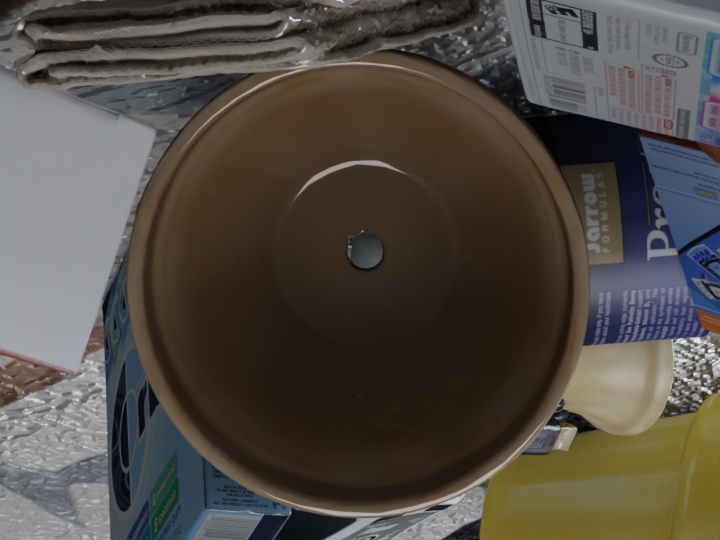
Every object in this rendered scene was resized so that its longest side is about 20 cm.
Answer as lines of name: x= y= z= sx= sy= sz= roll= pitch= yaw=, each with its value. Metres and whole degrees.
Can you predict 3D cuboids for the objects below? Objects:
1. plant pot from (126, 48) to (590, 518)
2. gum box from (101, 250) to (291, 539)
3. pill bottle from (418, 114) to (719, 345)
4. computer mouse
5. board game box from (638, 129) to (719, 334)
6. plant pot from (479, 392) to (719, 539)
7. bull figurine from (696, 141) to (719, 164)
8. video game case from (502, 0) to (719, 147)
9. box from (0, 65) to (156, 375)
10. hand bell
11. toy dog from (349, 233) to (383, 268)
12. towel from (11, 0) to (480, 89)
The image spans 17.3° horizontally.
plant pot: x=0.000 y=0.000 z=1.046 sx=0.199 sy=0.203 sz=0.093 roll=-7 pitch=-170 yaw=3
gum box: x=-0.085 y=0.064 z=1.158 sx=0.044 sy=0.201 sz=0.170 roll=6 pitch=148 yaw=-18
pill bottle: x=0.124 y=-0.021 z=1.140 sx=0.198 sy=0.113 sz=0.112 roll=-5 pitch=149 yaw=-3
computer mouse: x=0.012 y=0.104 z=1.173 sx=0.109 sy=0.044 sz=0.200 roll=-6 pitch=160 yaw=-44
board game box: x=0.191 y=-0.002 z=0.991 sx=0.019 sy=0.200 sz=0.104 roll=-28 pitch=112 yaw=-19
plant pot: x=0.177 y=0.172 z=1.408 sx=0.187 sy=0.202 sz=0.201 roll=0 pitch=152 yaw=21
bull figurine: x=0.136 y=-0.099 z=0.986 sx=0.121 sy=0.200 sz=0.065 roll=36 pitch=99 yaw=-27
video game case: x=0.140 y=-0.065 z=0.798 sx=0.181 sy=0.024 sz=0.200 roll=14 pitch=175 yaw=8
box: x=-0.207 y=-0.040 z=0.971 sx=0.152 sy=0.107 sz=0.199 roll=21 pitch=174 yaw=-36
hand bell: x=0.049 y=0.050 z=1.196 sx=0.199 sy=0.105 sz=0.104 roll=-10 pitch=155 yaw=-31
toy dog: x=-0.032 y=0.050 z=1.248 sx=0.200 sy=0.096 sz=0.132 roll=-52 pitch=149 yaw=5
towel: x=-0.041 y=-0.101 z=0.945 sx=0.131 sy=0.035 sz=0.200 roll=-2 pitch=-171 yaw=20
